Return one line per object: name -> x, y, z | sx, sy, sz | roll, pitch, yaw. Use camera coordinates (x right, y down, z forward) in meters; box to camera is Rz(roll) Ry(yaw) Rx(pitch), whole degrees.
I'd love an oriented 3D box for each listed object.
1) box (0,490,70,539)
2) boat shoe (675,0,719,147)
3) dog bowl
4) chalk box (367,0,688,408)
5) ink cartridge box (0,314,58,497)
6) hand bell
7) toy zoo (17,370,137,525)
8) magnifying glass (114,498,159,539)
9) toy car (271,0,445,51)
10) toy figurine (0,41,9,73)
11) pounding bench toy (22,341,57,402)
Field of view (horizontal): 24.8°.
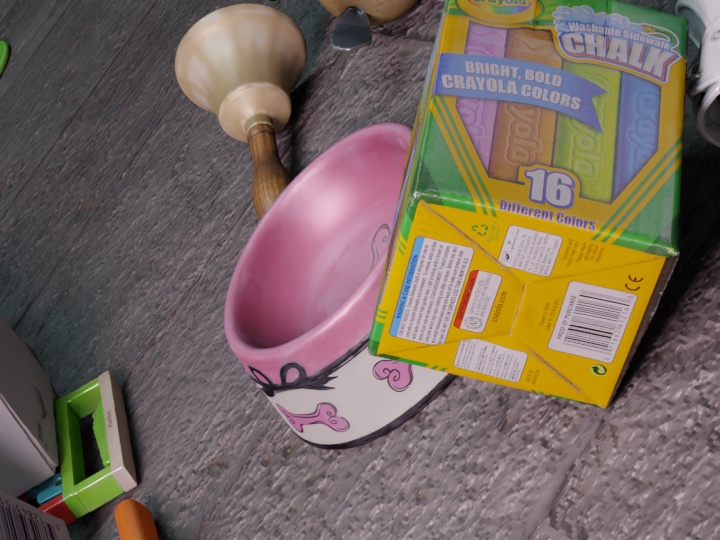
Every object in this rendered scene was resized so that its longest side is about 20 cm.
box -> -0.299, 0.215, 0.987 | 0.199, 0.184, 0.105 | -38, 47, 14
boat shoe -> 0.185, -0.090, 0.777 | 0.066, 0.074, 0.200 | -33, 31, 4
dog bowl -> 0.000, 0.000, 0.961 | 0.200, 0.074, 0.201 | -37, 31, 27
chalk box -> 0.085, -0.058, 0.800 | 0.125, 0.122, 0.201 | 103, 179, -50
ink cartridge box -> -0.319, 0.127, 1.146 | 0.199, 0.085, 0.145 | -30, 29, 0
hand bell -> -0.070, -0.093, 1.186 | 0.104, 0.104, 0.201 | -39, 42, 22
toy zoo -> -0.251, 0.157, 1.144 | 0.199, 0.021, 0.131 | -30, 29, 2
magnifying glass -> -0.124, 0.177, 0.953 | 0.022, 0.079, 0.200 | -53, 17, 3
toy car -> -0.003, -0.241, 1.186 | 0.163, 0.158, 0.201 | -28, 49, 4
toy figurine -> -0.558, -0.258, 1.985 | 0.199, 0.184, 0.151 | -31, 34, 35
pounding bench toy -> -0.359, 0.099, 1.331 | 0.156, 0.124, 0.200 | -52, 28, 1
